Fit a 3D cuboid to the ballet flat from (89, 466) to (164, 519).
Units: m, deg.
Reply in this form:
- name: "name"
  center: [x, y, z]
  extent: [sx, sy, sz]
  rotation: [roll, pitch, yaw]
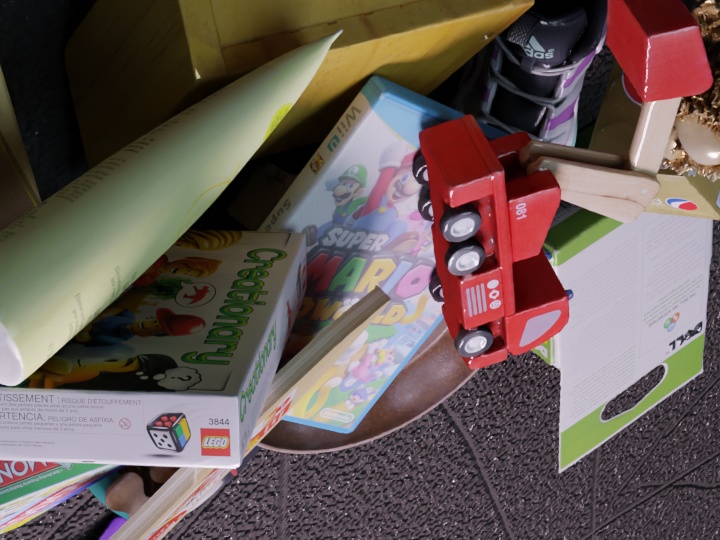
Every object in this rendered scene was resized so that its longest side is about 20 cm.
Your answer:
- name: "ballet flat"
  center: [-0.139, 0.060, 0.849]
  extent: [0.073, 0.068, 0.200]
  rotation: [-62, 144, -22]

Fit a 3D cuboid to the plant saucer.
- name: "plant saucer"
  center: [0.003, 0.021, 0.929]
  extent: [0.199, 0.035, 0.201]
  rotation: [-18, 138, -17]

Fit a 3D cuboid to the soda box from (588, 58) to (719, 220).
- name: "soda box"
  center: [0.198, -0.136, 0.976]
  extent: [0.064, 0.067, 0.201]
  rotation: [36, 68, -50]

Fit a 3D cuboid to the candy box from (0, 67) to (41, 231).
- name: "candy box"
  center: [-0.211, -0.080, 0.676]
  extent: [0.115, 0.055, 0.201]
  rotation: [-30, 134, -23]

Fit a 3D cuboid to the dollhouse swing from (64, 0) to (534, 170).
- name: "dollhouse swing"
  center: [-0.048, -0.166, 0.792]
  extent: [0.199, 0.177, 0.182]
  rotation: [-20, 171, -34]

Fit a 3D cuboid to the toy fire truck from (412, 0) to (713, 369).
- name: "toy fire truck"
  center: [0.101, -0.043, 0.826]
  extent: [0.140, 0.049, 0.201]
  rotation: [-18, 138, -6]

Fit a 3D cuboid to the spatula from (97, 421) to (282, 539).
- name: "spatula"
  center: [-0.096, 0.129, 0.965]
  extent: [0.200, 0.021, 0.057]
  rotation: [-44, 138, -12]

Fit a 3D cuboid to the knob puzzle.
- name: "knob puzzle"
  center: [-0.065, 0.074, 0.803]
  extent: [0.220, 0.030, 0.220]
  rotation: [-45, 176, -4]

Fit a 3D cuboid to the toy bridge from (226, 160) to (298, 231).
- name: "toy bridge"
  center: [0.002, -0.018, 0.951]
  extent: [0.067, 0.027, 0.200]
  rotation: [-54, 140, 0]

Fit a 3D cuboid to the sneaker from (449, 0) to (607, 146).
- name: "sneaker"
  center: [0.089, -0.113, 0.888]
  extent: [0.140, 0.077, 0.201]
  rotation: [-43, 149, -77]

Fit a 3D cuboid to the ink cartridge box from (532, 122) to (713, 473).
- name: "ink cartridge box"
  center: [0.156, 0.014, 1.089]
  extent: [0.147, 0.076, 0.201]
  rotation: [-31, 136, -26]

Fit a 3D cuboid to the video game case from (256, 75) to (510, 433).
- name: "video game case"
  center: [0.000, 0.000, 0.867]
  extent: [0.143, 0.018, 0.200]
  rotation: [18, 118, -43]

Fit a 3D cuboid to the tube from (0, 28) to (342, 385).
- name: "tube"
  center: [-0.083, -0.032, 0.671]
  extent: [0.200, 0.058, 0.052]
  rotation: [-43, 134, -34]

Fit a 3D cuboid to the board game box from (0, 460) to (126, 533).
- name: "board game box"
  center: [-0.188, 0.110, 0.757]
  extent: [0.134, 0.029, 0.200]
  rotation: [-18, 172, -34]

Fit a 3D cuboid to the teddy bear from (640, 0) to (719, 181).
- name: "teddy bear"
  center: [0.201, -0.143, 0.868]
  extent: [0.066, 0.145, 0.201]
  rotation: [13, 79, -7]

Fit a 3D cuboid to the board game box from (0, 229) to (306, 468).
- name: "board game box"
  center: [-0.098, 0.027, 0.726]
  extent: [0.125, 0.200, 0.035]
  rotation: [2, 110, 5]
